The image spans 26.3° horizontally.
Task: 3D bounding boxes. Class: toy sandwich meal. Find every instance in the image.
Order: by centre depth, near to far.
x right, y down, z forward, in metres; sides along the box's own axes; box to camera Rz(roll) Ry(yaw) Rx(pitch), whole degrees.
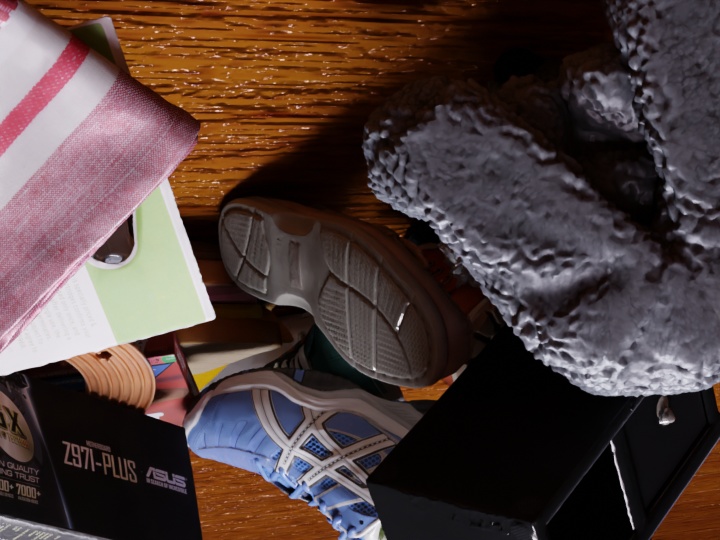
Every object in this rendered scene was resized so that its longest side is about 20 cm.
[{"bbox_3d":[-0.131,0.041,0.932,0.205,0.070,0.205,-10,161,-4],"label":"toy sandwich meal"}]

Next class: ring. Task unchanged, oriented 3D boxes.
[{"bbox_3d":[-0.205,0.056,0.784,0.200,0.019,0.200,-5,151,-3],"label":"ring"}]

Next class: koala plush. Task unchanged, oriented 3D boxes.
[{"bbox_3d":[0.104,-0.040,0.720,0.177,0.184,0.200,-33,-171,-1],"label":"koala plush"}]

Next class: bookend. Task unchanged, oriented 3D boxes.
[{"bbox_3d":[0.118,0.125,0.761,0.092,0.200,0.199,9,-142,39],"label":"bookend"}]

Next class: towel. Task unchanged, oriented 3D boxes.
[{"bbox_3d":[-0.175,-0.052,0.525,0.200,0.023,0.144,33,115,-28],"label":"towel"}]

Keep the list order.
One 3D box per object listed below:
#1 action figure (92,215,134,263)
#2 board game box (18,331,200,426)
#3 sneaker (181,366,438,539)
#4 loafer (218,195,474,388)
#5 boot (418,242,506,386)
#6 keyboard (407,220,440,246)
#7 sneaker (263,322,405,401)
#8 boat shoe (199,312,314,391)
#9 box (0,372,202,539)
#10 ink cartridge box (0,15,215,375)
[{"bbox_3d":[-0.193,-0.014,0.748,0.200,0.069,0.130,0,163,-22],"label":"action figure"},{"bbox_3d":[-0.193,0.074,0.856,0.200,0.019,0.103,-7,152,2],"label":"board game box"},{"bbox_3d":[-0.008,0.105,0.820,0.200,0.077,0.076,7,151,21],"label":"sneaker"},{"bbox_3d":[0.000,0.000,0.795,0.063,0.072,0.200,-12,-155,-33],"label":"loafer"},{"bbox_3d":[0.055,0.026,0.867,0.107,0.075,0.200,18,-171,15],"label":"boot"},{"bbox_3d":[0.083,-0.014,0.948,0.104,0.040,0.200,-6,161,-15],"label":"keyboard"},{"bbox_3d":[-0.023,0.073,0.908,0.080,0.071,0.200,-22,164,-9],"label":"sneaker"},{"bbox_3d":[-0.020,0.052,1.034,0.200,0.074,0.065,-18,169,-15],"label":"boat shoe"},{"bbox_3d":[-0.211,0.141,0.807,0.200,0.086,0.164,-33,143,28],"label":"box"},{"bbox_3d":[-0.172,-0.029,0.603,0.200,0.076,0.148,-13,126,2],"label":"ink cartridge box"}]
